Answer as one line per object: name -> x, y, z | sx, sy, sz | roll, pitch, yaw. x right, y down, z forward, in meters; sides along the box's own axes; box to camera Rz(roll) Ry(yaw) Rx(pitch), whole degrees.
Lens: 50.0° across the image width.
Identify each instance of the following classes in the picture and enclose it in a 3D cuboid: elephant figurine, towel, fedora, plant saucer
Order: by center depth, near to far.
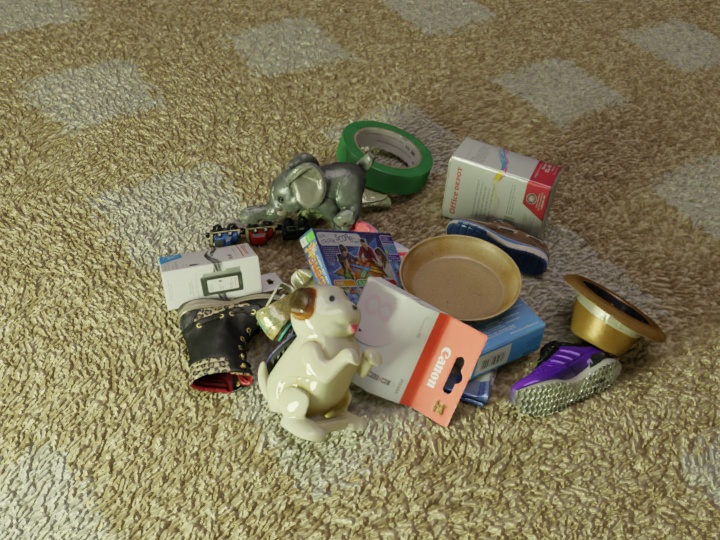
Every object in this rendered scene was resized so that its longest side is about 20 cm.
plant saucer -> 0.161, 0.020, 1.254 | 0.197, 0.036, 0.201 | 1, 43, -1
fedora -> 0.403, 0.084, 1.275 | 0.199, 0.082, 0.201 | 28, 15, -8
towel -> 0.161, 0.127, 1.276 | 0.145, 0.024, 0.201 | 15, 45, 12
elephant figurine -> -0.098, -0.148, 1.402 | 0.198, 0.141, 0.157 | 18, 67, -18
towel -> -0.047, -0.164, 1.555 | 0.198, 0.037, 0.149 | -10, 44, -15

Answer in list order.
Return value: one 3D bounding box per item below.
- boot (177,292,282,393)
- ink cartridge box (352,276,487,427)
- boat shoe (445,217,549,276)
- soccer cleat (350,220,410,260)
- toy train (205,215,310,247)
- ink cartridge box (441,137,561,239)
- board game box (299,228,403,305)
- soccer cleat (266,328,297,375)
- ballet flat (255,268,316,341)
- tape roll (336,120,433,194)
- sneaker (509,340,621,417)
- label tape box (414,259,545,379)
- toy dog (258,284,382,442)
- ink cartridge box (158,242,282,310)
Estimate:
boot -> -0.187, 0.114, 1.225 | 0.197, 0.074, 0.152 | 0, 48, -17
ink cartridge box -> 0.070, 0.124, 1.174 | 0.199, 0.164, 0.057 | 29, 14, 27
boat shoe -> 0.257, -0.053, 1.447 | 0.198, 0.073, 0.073 | 25, 41, 6
soccer cleat -> 0.051, -0.031, 1.415 | 0.199, 0.067, 0.076 | 32, 14, 36
toy train -> -0.190, -0.069, 1.447 | 0.197, 0.034, 0.046 | -7, 57, -13
ink cartridge box -> 0.269, -0.151, 1.487 | 0.198, 0.149, 0.086 | 23, 46, 17
board game box -> 0.000, 0.000, 1.278 | 0.199, 0.034, 0.137 | 1, 62, -48
soccer cleat -> -0.084, 0.108, 1.257 | 0.200, 0.069, 0.073 | -40, 32, -29
ballet flat -> -0.098, 0.036, 1.243 | 0.070, 0.071, 0.200 | 24, 41, 20
tape roll -> 0.050, -0.236, 1.597 | 0.198, 0.048, 0.202 | 14, 37, -11
sneaker -> 0.306, 0.162, 1.226 | 0.198, 0.070, 0.100 | -13, 39, -23
label tape box -> 0.185, 0.069, 1.276 | 0.142, 0.067, 0.200 | -19, 45, -23
toy dog -> -0.057, 0.121, 1.128 | 0.139, 0.203, 0.193 | 6, 9, -45
ink cartridge box -> -0.235, 0.004, 1.307 | 0.198, 0.069, 0.116 | -10, 16, -15
